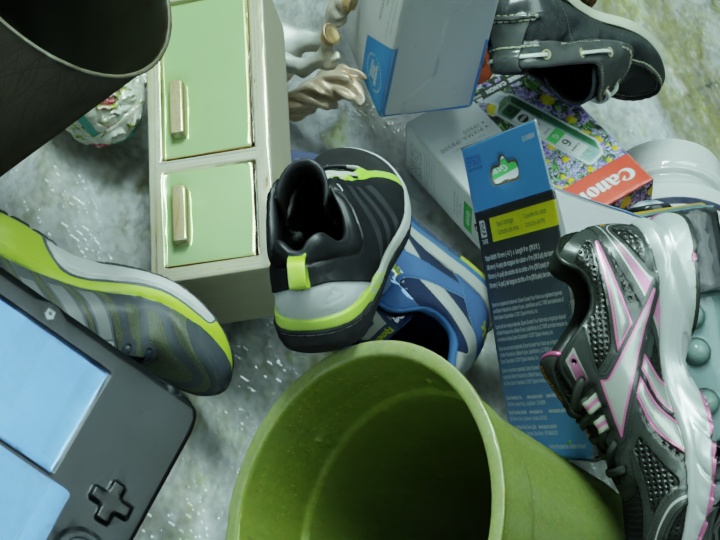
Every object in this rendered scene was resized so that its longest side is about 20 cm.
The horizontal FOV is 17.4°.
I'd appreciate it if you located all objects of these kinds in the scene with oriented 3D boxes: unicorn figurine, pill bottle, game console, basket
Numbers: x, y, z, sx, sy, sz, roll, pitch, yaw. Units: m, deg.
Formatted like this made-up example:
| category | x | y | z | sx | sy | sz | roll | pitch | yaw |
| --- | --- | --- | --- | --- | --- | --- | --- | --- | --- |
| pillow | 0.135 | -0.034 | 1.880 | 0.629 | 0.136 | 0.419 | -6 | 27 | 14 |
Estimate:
| category | x | y | z | sx | sy | sz | roll | pitch | yaw |
| --- | --- | --- | --- | --- | --- | --- | --- | --- | --- |
| unicorn figurine | -0.075 | -0.186 | 1.515 | 0.074 | 0.137 | 0.201 | -13 | 85 | -42 |
| pill bottle | 0.214 | 0.011 | 1.603 | 0.111 | 0.111 | 0.200 | 23 | 46 | -25 |
| game console | -0.199 | 0.086 | 1.208 | 0.200 | 0.031 | 0.177 | 36 | 62 | -14 |
| basket | -0.220 | -0.122 | 1.264 | 0.136 | 0.200 | 0.181 | -27 | 79 | -49 |

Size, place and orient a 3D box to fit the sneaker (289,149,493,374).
| category | x | y | z | sx | sy | sz | roll | pitch | yaw |
| --- | --- | --- | --- | --- | --- | --- | --- | --- | --- |
| sneaker | 0.000 | 0.000 | 1.458 | 0.200 | 0.074 | 0.082 | 34 | 44 | -13 |

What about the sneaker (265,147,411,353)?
| category | x | y | z | sx | sy | sz | roll | pitch | yaw |
| --- | --- | --- | --- | --- | --- | --- | --- | --- | --- |
| sneaker | -0.014 | -0.034 | 1.334 | 0.200 | 0.071 | 0.083 | -83 | 162 | -59 |

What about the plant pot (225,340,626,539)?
| category | x | y | z | sx | sy | sz | roll | pitch | yaw |
| --- | --- | --- | --- | --- | --- | --- | --- | --- | --- |
| plant pot | 0.059 | 0.159 | 1.318 | 0.190 | 0.200 | 0.201 | 22 | 45 | -45 |

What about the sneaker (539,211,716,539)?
| category | x | y | z | sx | sy | sz | roll | pitch | yaw |
| --- | --- | --- | --- | --- | --- | --- | --- | --- | --- |
| sneaker | 0.142 | 0.068 | 1.311 | 0.086 | 0.080 | 0.201 | -1 | 75 | -11 |

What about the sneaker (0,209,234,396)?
| category | x | y | z | sx | sy | sz | roll | pitch | yaw |
| --- | --- | --- | --- | --- | --- | --- | --- | --- | --- |
| sneaker | -0.164 | 0.036 | 1.300 | 0.199 | 0.074 | 0.081 | 22 | 57 | -19 |

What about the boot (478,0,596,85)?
| category | x | y | z | sx | sy | sz | roll | pitch | yaw |
| --- | --- | --- | --- | --- | --- | --- | --- | --- | --- |
| boot | 0.111 | -0.204 | 1.623 | 0.107 | 0.200 | 0.075 | 49 | 45 | 13 |

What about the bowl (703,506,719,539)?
| category | x | y | z | sx | sy | sz | roll | pitch | yaw |
| --- | --- | --- | --- | --- | --- | --- | --- | --- | --- |
| bowl | 0.275 | 0.165 | 1.521 | 0.094 | 0.201 | 0.201 | 14 | 28 | 31 |

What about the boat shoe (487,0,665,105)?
| category | x | y | z | sx | sy | sz | roll | pitch | yaw |
| --- | --- | --- | --- | --- | --- | --- | --- | --- | --- |
| boat shoe | 0.141 | -0.137 | 1.549 | 0.200 | 0.072 | 0.068 | 17 | 64 | -55 |

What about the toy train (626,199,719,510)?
| category | x | y | z | sx | sy | sz | roll | pitch | yaw |
| --- | --- | --- | --- | --- | --- | --- | --- | --- | --- |
| toy train | 0.195 | 0.051 | 1.443 | 0.085 | 0.114 | 0.201 | -7 | 82 | -3 |

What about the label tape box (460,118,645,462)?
| category | x | y | z | sx | sy | sz | roll | pitch | yaw |
| --- | --- | --- | --- | --- | --- | --- | --- | --- | --- |
| label tape box | 0.126 | 0.012 | 1.416 | 0.063 | 0.144 | 0.201 | -8 | 89 | -16 |

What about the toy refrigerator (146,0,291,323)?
| category | x | y | z | sx | sy | sz | roll | pitch | yaw |
| --- | --- | --- | --- | --- | --- | --- | --- | --- | --- |
| toy refrigerator | -0.084 | -0.073 | 1.402 | 0.070 | 0.076 | 0.201 | 66 | 18 | -62 |

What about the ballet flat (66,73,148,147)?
| category | x | y | z | sx | sy | sz | roll | pitch | yaw |
| --- | --- | --- | --- | --- | --- | --- | --- | --- | --- |
| ballet flat | -0.170 | -0.168 | 1.437 | 0.064 | 0.075 | 0.201 | 36 | 34 | -52 |

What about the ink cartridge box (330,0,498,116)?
| category | x | y | z | sx | sy | sz | roll | pitch | yaw |
| --- | --- | --- | --- | --- | --- | --- | --- | --- | --- |
| ink cartridge box | 0.020 | -0.212 | 1.520 | 0.068 | 0.116 | 0.200 | -8 | 51 | -18 |

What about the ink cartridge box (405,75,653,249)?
| category | x | y | z | sx | sy | sz | roll | pitch | yaw |
| --- | --- | --- | --- | --- | --- | --- | --- | --- | --- |
| ink cartridge box | 0.129 | -0.044 | 1.545 | 0.109 | 0.050 | 0.200 | -29 | 57 | -19 |
